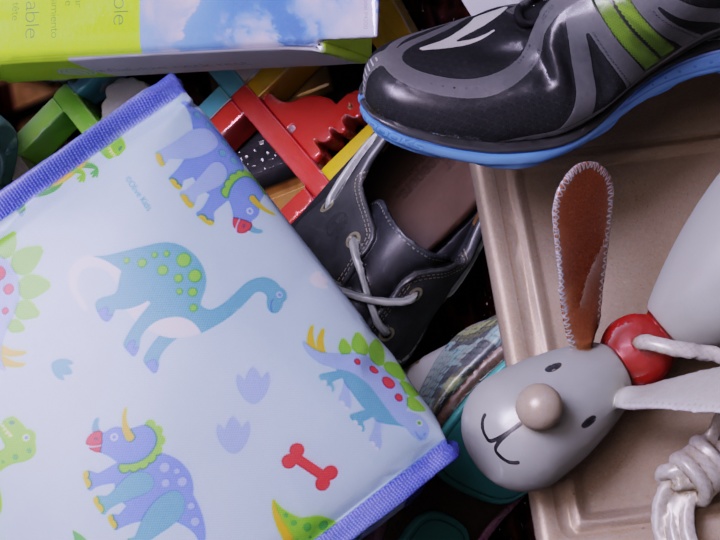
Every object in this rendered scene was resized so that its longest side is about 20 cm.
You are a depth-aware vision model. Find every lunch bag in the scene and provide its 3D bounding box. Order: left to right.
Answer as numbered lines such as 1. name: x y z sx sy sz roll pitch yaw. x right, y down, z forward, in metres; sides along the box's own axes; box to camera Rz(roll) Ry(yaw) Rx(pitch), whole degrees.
1. lunch bag: -0.096 0.063 0.843 0.200 0.127 0.170 -37 83 -14

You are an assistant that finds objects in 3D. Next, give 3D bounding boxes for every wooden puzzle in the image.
1. wooden puzzle: 0.143 0.019 0.893 0.185 0.037 0.200 -8 74 -4

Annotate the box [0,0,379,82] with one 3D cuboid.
1. box: -0.070 -0.141 0.965 0.200 0.048 0.122 0 85 28

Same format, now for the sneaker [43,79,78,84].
1. sneaker: -0.179 -0.158 1.067 0.070 0.093 0.200 -46 57 6

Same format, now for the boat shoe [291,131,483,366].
1. boat shoe: 0.000 0.000 0.936 0.072 0.068 0.200 37 74 -4

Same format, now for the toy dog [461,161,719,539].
1. toy dog: 0.129 0.000 0.828 0.132 0.096 0.200 30 75 7

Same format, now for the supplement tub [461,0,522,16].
1. supplement tub: 0.126 -0.166 0.913 0.200 0.145 0.145 -28 67 15

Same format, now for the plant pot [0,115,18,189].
1. plant pot: -0.230 -0.042 1.025 0.134 0.200 0.200 31 90 7

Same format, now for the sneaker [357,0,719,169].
1. sneaker: 0.090 -0.097 0.827 0.200 0.083 0.071 -20 41 -1

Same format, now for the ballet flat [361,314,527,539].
1. ballet flat: 0.027 0.082 0.943 0.200 0.069 0.071 -59 37 0

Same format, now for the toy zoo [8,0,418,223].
1. toy zoo: -0.050 -0.072 1.036 0.200 0.020 0.131 -43 64 8
